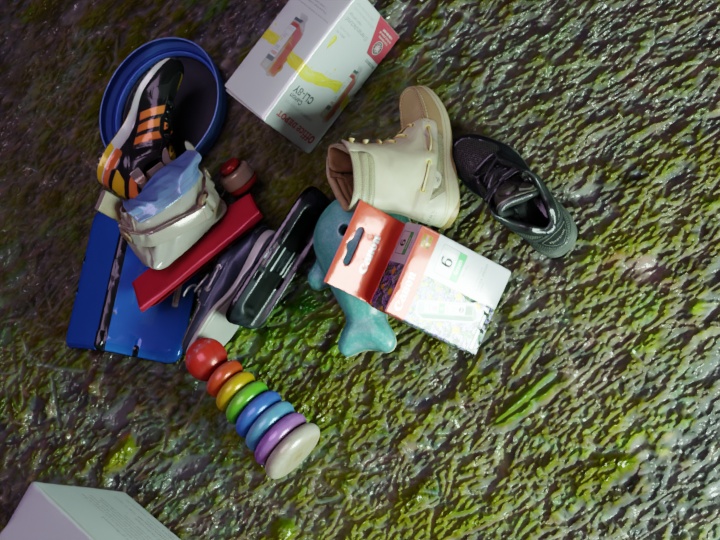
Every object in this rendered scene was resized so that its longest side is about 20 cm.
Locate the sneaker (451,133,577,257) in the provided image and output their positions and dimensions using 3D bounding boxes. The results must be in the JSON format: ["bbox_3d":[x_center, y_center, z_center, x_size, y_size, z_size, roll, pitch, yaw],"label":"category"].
[{"bbox_3d":[0.169,-0.105,1.359,0.076,0.114,0.200,-42,62,6],"label":"sneaker"}]

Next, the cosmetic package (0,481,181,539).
[{"bbox_3d":[-0.333,0.379,1.411,0.165,0.200,0.169,32,91,27],"label":"cosmetic package"}]

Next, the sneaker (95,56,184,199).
[{"bbox_3d":[-0.276,-0.187,1.567,0.089,0.070,0.202,30,90,12],"label":"sneaker"}]

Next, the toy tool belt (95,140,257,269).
[{"bbox_3d":[-0.237,-0.106,1.492,0.200,0.123,0.124,-44,23,-18],"label":"toy tool belt"}]

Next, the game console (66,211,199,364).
[{"bbox_3d":[-0.311,0.020,1.594,0.168,0.118,0.203,12,81,-6],"label":"game console"}]

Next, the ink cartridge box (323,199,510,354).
[{"bbox_3d":[0.068,0.008,1.335,0.110,0.198,0.050,-65,24,-3],"label":"ink cartridge box"}]

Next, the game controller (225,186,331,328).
[{"bbox_3d":[-0.102,-0.015,1.461,0.042,0.104,0.202,33,91,22],"label":"game controller"}]

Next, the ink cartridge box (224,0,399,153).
[{"bbox_3d":[-0.060,-0.269,1.485,0.083,0.145,0.201,41,95,25],"label":"ink cartridge box"}]

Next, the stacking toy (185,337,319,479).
[{"bbox_3d":[-0.143,0.159,1.428,0.200,0.085,0.086,44,96,16],"label":"stacking toy"}]

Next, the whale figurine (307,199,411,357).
[{"bbox_3d":[0.000,0.000,1.410,0.157,0.104,0.203,-6,73,22],"label":"whale figurine"}]

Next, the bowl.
[{"bbox_3d":[-0.277,-0.228,1.630,0.198,0.039,0.204,-6,75,23],"label":"bowl"}]

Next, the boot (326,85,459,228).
[{"bbox_3d":[0.032,-0.149,1.399,0.073,0.153,0.203,132,137,-52],"label":"boot"}]

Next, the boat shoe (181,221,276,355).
[{"bbox_3d":[-0.179,0.023,1.502,0.061,0.075,0.202,29,88,25],"label":"boat shoe"}]

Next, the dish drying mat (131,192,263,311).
[{"bbox_3d":[-0.212,-0.025,1.500,0.199,0.018,0.077,-39,34,3],"label":"dish drying mat"}]
